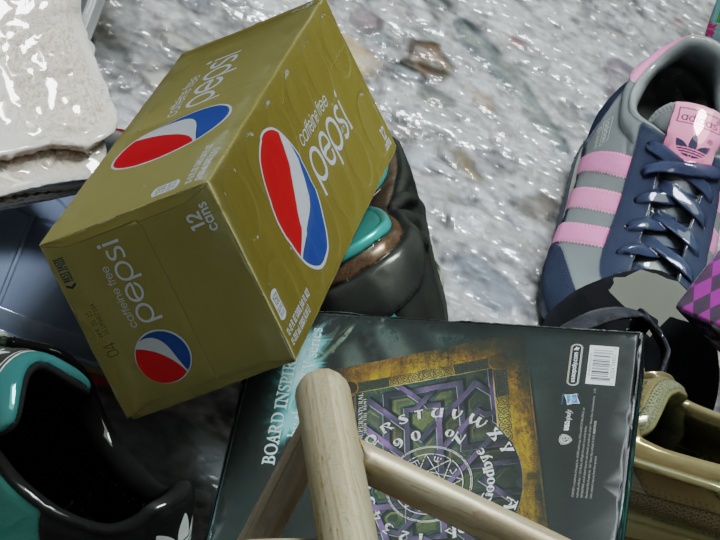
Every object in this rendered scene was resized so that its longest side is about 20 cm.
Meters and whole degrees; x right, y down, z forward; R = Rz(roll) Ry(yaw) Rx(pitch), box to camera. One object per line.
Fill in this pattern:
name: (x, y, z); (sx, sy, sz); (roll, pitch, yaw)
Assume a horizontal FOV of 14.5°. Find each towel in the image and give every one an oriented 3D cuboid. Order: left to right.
towel: (-0.168, -0.107, 0.973); (0.132, 0.034, 0.201); (-15, 72, -41)

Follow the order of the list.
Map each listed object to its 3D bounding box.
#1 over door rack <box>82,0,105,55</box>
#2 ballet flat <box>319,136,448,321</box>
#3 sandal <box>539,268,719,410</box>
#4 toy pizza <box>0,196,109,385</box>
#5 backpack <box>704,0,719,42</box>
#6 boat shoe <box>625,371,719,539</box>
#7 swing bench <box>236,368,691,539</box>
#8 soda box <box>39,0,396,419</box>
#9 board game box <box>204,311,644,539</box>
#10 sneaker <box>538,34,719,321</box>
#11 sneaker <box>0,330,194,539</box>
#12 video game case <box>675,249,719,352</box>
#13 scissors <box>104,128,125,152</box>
over door rack: (-0.172, -0.117, 1.111); (0.147, 0.067, 0.200); (22, 23, -7)
ballet flat: (0.000, 0.000, 1.081); (0.069, 0.068, 0.200); (58, 7, -15)
sandal: (0.081, 0.055, 1.064); (0.076, 0.043, 0.200); (45, 43, 8)
toy pizza: (-0.122, -0.012, 1.028); (0.199, 0.032, 0.200); (24, 22, -10)
backpack: (0.263, -0.132, 1.348); (0.176, 0.201, 0.151); (11, 16, -23)
boat shoe: (0.120, 0.065, 0.983); (0.200, 0.063, 0.073); (28, 23, 19)
swing bench: (-0.010, 0.173, 0.715); (0.129, 0.200, 0.200); (24, 32, -5)
soda box: (-0.044, -0.027, 0.978); (0.068, 0.064, 0.200); (64, 18, -16)
board game box: (0.015, 0.098, 0.902); (0.134, 0.028, 0.201); (4, 49, 9)
sneaker: (0.122, -0.026, 1.197); (0.070, 0.082, 0.201); (21, 38, -11)
sneaker: (-0.132, 0.042, 0.913); (0.200, 0.080, 0.071); (36, 35, 12)
video game case: (0.224, 0.073, 1.046); (0.181, 0.036, 0.200); (40, -4, -18)
scissors: (-0.063, -0.050, 1.129); (0.073, 0.014, 0.200); (29, 19, 8)
